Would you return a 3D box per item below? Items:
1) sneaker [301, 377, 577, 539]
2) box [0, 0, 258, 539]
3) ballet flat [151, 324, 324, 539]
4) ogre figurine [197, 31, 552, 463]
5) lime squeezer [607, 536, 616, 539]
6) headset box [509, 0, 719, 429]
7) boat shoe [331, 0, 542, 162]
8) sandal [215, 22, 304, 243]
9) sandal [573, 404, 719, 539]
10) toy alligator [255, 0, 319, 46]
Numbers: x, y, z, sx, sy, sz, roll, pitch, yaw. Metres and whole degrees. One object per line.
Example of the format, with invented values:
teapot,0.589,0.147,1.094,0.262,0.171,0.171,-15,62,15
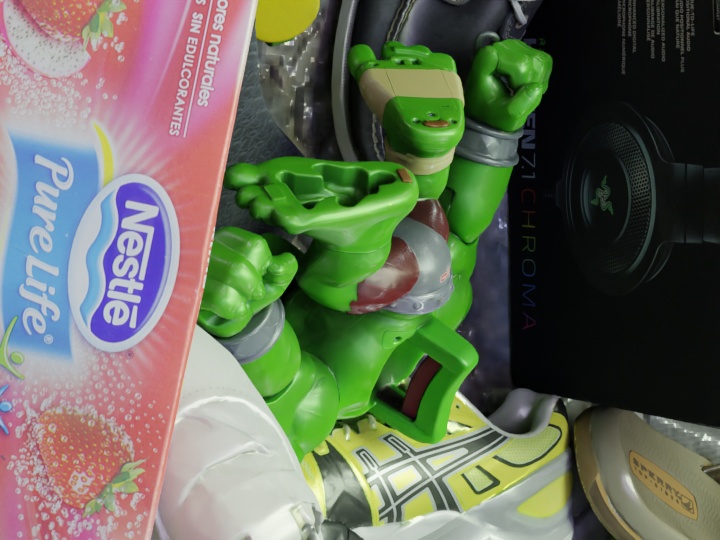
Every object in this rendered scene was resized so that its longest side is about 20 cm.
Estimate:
sneaker,0.001,0.075,0.960,0.199,0.075,0.077,8,89,-40
box,-0.092,-0.007,0.716,0.094,0.103,0.201,11,86,-5
ballet flat,-0.031,0.100,0.792,0.069,0.069,0.201,-28,106,-24
ogre figurine,0.000,0.000,0.895,0.098,0.200,0.120,14,125,8
lime squeezer,0.104,0.145,1.047,0.199,0.038,0.071,-3,127,-29
headset box,0.149,-0.030,0.958,0.092,0.200,0.175,-3,96,-29
boat shoe,0.046,-0.123,0.971,0.072,0.068,0.201,26,83,-29
sandal,-0.068,-0.058,0.878,0.076,0.043,0.200,-48,153,-17
sandal,0.166,0.108,1.033,0.054,0.081,0.200,-36,128,26
toy alligator,-0.083,-0.104,0.910,0.199,0.059,0.054,-4,136,-29
